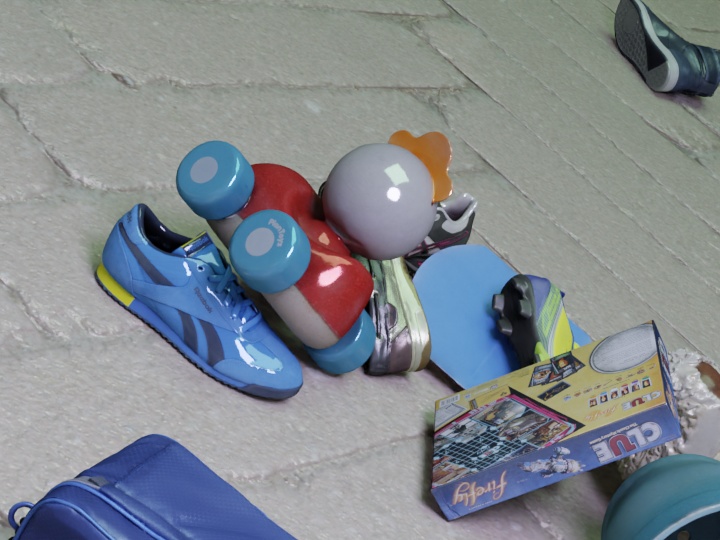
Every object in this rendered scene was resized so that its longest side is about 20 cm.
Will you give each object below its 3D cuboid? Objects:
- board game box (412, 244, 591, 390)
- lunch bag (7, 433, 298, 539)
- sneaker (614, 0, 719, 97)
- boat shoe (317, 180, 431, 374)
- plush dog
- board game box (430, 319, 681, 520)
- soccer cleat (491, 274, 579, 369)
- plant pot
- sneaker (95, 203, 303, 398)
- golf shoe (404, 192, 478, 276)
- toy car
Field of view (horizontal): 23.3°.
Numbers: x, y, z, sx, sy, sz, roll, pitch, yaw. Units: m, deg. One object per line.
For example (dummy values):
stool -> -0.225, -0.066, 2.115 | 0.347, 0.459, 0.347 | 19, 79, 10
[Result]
board game box -> 0.122, 0.072, 1.607 | 0.200, 0.039, 0.158 | 40, 46, 1
lunch bag -> -0.124, 0.198, 1.012 | 0.199, 0.137, 0.132 | 35, 25, 11
sneaker -> 0.482, -0.342, 2.680 | 0.145, 0.077, 0.203 | 2, 46, -27
boat shoe -> 0.000, 0.001, 1.538 | 0.065, 0.072, 0.202 | -9, 64, -29
plush dog -> 0.265, 0.143, 1.532 | 0.200, 0.160, 0.172 | 42, 13, -33
board game box -> 0.154, 0.119, 1.406 | 0.035, 0.198, 0.136 | 62, 16, -22
soccer cleat -> 0.174, 0.092, 1.552 | 0.083, 0.065, 0.202 | 13, 52, -32
plant pot -> 0.268, 0.234, 1.329 | 0.199, 0.201, 0.188 | 26, 12, -10
sneaker -> -0.121, 0.024, 1.396 | 0.199, 0.079, 0.066 | 37, 24, 8
golf shoe -> 0.030, -0.041, 1.663 | 0.199, 0.088, 0.077 | -4, 44, -48
toy car -> -0.013, -0.052, 1.433 | 0.177, 0.200, 0.185 | 50, -1, 36
